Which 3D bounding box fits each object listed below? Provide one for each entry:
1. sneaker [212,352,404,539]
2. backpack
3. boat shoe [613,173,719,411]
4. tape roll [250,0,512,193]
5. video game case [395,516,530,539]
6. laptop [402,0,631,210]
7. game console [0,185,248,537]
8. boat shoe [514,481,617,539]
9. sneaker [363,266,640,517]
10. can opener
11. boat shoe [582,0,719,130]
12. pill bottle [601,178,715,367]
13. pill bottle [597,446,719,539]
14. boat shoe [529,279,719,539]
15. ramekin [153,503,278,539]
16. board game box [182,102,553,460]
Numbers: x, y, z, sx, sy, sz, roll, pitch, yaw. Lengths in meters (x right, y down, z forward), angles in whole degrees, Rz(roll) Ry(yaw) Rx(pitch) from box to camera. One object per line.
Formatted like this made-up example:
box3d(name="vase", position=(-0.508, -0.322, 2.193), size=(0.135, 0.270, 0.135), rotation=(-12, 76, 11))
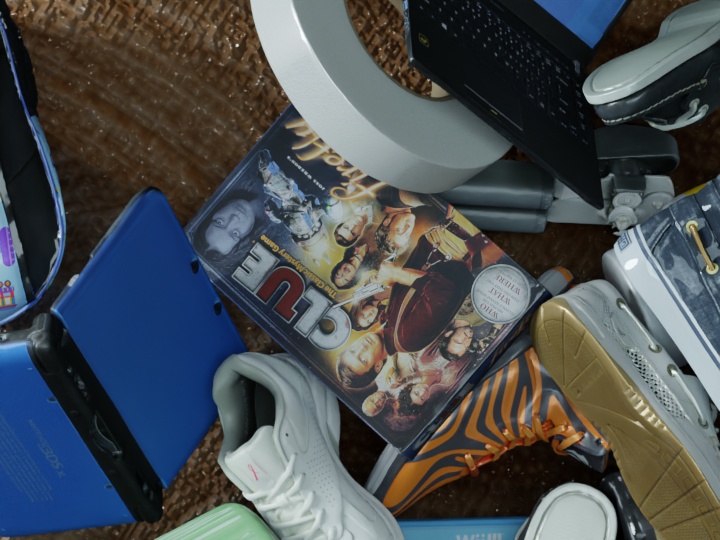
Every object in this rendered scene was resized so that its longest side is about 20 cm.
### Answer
box3d(name="sneaker", position=(-0.043, 0.137, 1.709), size=(0.078, 0.099, 0.201), rotation=(-38, 63, 20))
box3d(name="backpack", position=(-0.270, -0.054, 1.700), size=(0.182, 0.135, 0.201), rotation=(-20, 91, -6))
box3d(name="boat shoe", position=(0.243, 0.039, 1.676), size=(0.091, 0.071, 0.201), rotation=(-35, 98, 15))
box3d(name="tape roll", position=(0.018, -0.144, 1.716), size=(0.037, 0.203, 0.203), rotation=(-34, 94, 39))
box3d(name="video game case", position=(0.071, 0.257, 1.768), size=(0.142, 0.018, 0.201), rotation=(1, 91, -23))
box3d(name="laptop", position=(0.117, -0.173, 1.723), size=(0.103, 0.201, 0.177), rotation=(-36, 126, 28))
box3d(name="game console", position=(-0.177, 0.059, 1.702), size=(0.170, 0.200, 0.119), rotation=(-7, 52, 14))
box3d(name="boat shoe", position=(0.099, 0.225, 1.738), size=(0.074, 0.060, 0.201), rotation=(22, 83, 1))
box3d(name="sneaker", position=(0.098, 0.102, 1.757), size=(0.112, 0.078, 0.200), rotation=(43, 87, 8))
box3d(name="can opener", position=(0.105, -0.055, 1.789), size=(0.199, 0.053, 0.067), rotation=(-1, 55, -8))
box3d(name="boat shoe", position=(0.202, -0.119, 1.734), size=(0.075, 0.200, 0.061), rotation=(-9, 105, 38))
box3d(name="pill bottle", position=(0.259, -0.013, 1.766), size=(0.199, 0.112, 0.113), rotation=(-24, 92, -6))
box3d(name="pill bottle", position=(0.258, 0.160, 1.765), size=(0.199, 0.112, 0.113), rotation=(-13, 91, -6))
box3d(name="boat shoe", position=(0.186, 0.090, 1.693), size=(0.069, 0.071, 0.201), rotation=(-30, 84, -37))
box3d(name="ramekin", position=(-0.069, 0.238, 1.691), size=(0.097, 0.200, 0.201), rotation=(-31, 92, -12))
box3d(name="board game box", position=(0.000, 0.000, 1.726), size=(0.200, 0.035, 0.136), rotation=(41, 91, 14))
